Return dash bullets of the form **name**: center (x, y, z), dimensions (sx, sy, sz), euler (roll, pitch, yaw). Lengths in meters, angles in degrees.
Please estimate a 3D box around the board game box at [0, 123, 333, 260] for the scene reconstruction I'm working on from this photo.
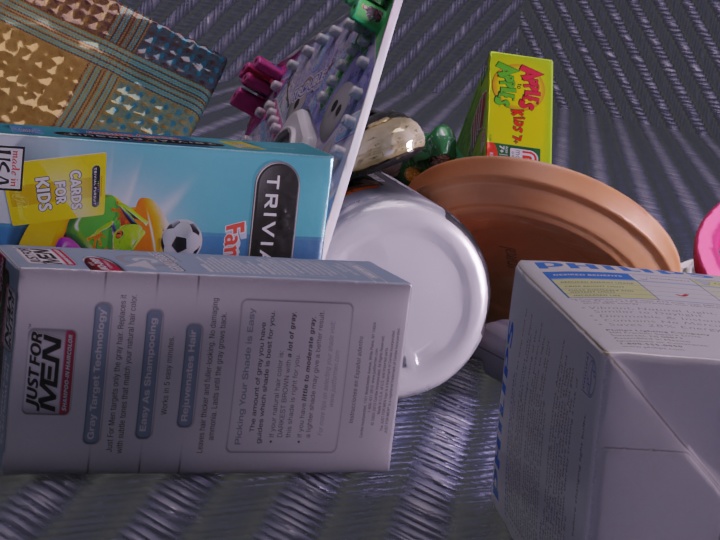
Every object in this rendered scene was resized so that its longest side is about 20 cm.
- **board game box**: center (-0.119, 0.006, 0.893), dimensions (0.198, 0.153, 0.047), euler (2, 12, -25)

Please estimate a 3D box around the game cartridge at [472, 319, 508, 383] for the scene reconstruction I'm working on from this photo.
- **game cartridge**: center (0.188, 0.064, 1.117), dimensions (0.198, 0.041, 0.133), euler (2, 15, -25)

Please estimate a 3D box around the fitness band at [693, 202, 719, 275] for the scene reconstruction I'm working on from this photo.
- **fitness band**: center (0.323, 0.012, 1.211), dimensions (0.143, 0.038, 0.200), euler (-33, 53, -23)

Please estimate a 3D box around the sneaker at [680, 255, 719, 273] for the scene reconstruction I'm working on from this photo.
- **sneaker**: center (0.289, 0.032, 1.296), dimensions (0.199, 0.105, 0.076), euler (-22, 61, -15)

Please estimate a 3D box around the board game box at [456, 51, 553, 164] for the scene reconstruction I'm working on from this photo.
- **board game box**: center (0.094, -0.059, 1.258), dimensions (0.047, 0.102, 0.200), euler (7, -28, -6)

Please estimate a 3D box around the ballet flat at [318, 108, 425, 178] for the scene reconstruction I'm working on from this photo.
- **ballet flat**: center (-0.014, -0.092, 1.091), dimensions (0.066, 0.057, 0.200), euler (-17, 15, -17)

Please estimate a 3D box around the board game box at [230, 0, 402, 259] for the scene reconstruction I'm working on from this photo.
- **board game box**: center (-0.053, -0.069, 1.071), dimensions (0.026, 0.202, 0.200), euler (24, -22, -21)

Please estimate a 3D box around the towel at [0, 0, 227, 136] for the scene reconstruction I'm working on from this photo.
- **towel**: center (-0.177, -0.077, 0.984), dimensions (0.146, 0.201, 0.022), euler (27, -31, -5)

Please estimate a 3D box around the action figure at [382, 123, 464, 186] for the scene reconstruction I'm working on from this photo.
- **action figure**: center (0.026, -0.044, 1.256), dimensions (0.117, 0.055, 0.200), euler (-1, -29, -21)

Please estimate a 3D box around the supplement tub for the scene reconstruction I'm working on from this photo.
- **supplement tub**: center (0.000, 0.000, 1.094), dimensions (0.121, 0.124, 0.200), euler (4, 9, -14)

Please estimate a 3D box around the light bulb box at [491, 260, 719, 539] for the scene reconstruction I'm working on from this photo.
- **light bulb box**: center (0.170, 0.079, 0.754), dimensions (0.196, 0.126, 0.200), euler (5, 9, -5)

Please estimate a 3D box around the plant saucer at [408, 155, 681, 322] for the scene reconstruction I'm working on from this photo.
- **plant saucer**: center (0.118, -0.006, 1.185), dimensions (0.198, 0.033, 0.201), euler (15, -30, 9)

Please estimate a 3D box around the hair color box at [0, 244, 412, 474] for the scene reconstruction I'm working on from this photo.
- **hair color box**: center (-0.080, 0.045, 0.851), dimensions (0.198, 0.100, 0.061), euler (2, 11, -24)
